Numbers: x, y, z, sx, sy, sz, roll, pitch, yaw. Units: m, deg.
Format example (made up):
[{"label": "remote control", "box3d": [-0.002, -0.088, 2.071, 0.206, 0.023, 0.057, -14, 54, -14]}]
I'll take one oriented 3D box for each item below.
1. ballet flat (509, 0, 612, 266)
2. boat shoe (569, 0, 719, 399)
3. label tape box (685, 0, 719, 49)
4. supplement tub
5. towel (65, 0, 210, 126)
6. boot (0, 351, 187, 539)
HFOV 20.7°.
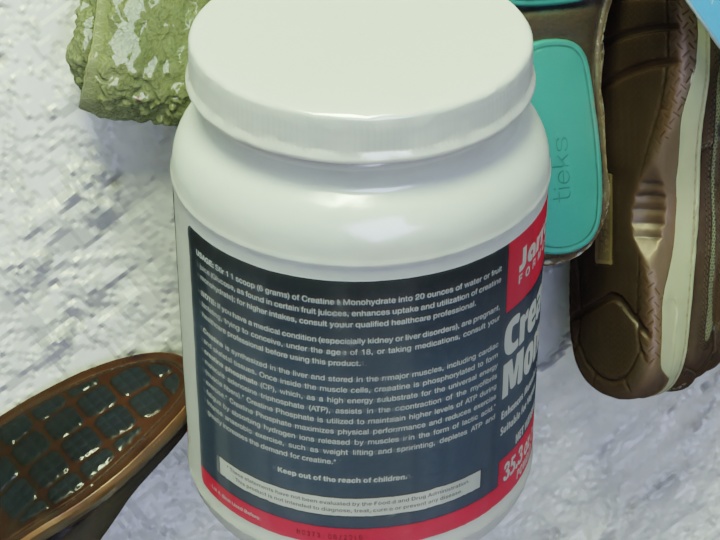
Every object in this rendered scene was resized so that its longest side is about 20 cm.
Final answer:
[{"label": "ballet flat", "box3d": [0.067, -0.104, 0.803, 0.070, 0.065, 0.201, 1, 99, -19]}, {"label": "boat shoe", "box3d": [0.132, -0.049, 0.840, 0.074, 0.075, 0.204, -5, 105, -36]}, {"label": "label tape box", "box3d": [0.177, -0.177, 0.790, 0.200, 0.066, 0.143, -45, 111, -12]}, {"label": "supplement tub", "box3d": [0.000, 0.000, 0.748, 0.139, 0.141, 0.201, -7, 124, -11]}, {"label": "towel", "box3d": [-0.029, -0.147, 0.786, 0.147, 0.036, 0.201, 12, 100, -17]}, {"label": "boot", "box3d": [-0.135, 0.123, 0.826, 0.200, 0.075, 0.097, -39, 135, -12]}]
